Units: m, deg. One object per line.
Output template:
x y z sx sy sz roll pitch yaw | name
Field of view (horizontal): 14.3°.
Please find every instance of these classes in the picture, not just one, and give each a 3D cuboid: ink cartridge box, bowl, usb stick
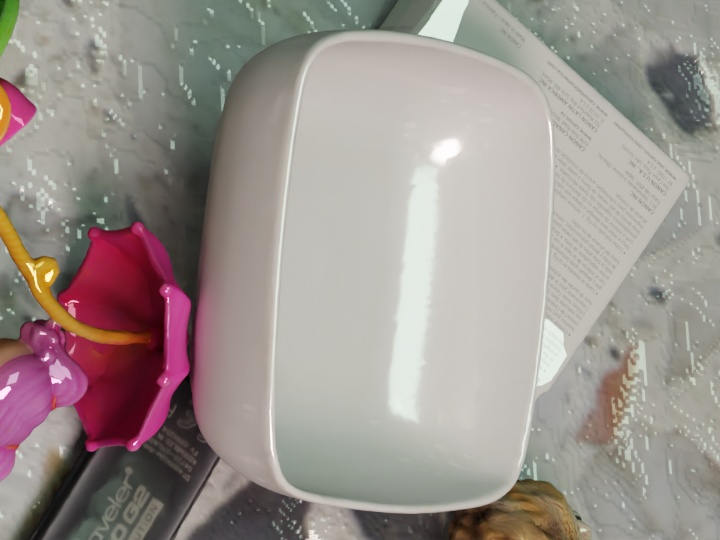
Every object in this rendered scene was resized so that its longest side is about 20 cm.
0.040 -0.015 1.336 0.161 0.050 0.200 40 78 -20 | ink cartridge box
0.000 0.000 1.225 0.200 0.074 0.201 7 88 -52 | bowl
-0.116 0.126 1.190 0.055 0.033 0.200 38 60 -13 | usb stick

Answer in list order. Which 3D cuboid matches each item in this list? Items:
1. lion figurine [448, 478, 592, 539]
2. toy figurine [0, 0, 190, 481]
0.067 0.192 1.267 0.072 0.122 0.201 23 81 -38 | lion figurine
-0.155 0.014 1.147 0.200 0.150 0.184 -47 117 -10 | toy figurine
